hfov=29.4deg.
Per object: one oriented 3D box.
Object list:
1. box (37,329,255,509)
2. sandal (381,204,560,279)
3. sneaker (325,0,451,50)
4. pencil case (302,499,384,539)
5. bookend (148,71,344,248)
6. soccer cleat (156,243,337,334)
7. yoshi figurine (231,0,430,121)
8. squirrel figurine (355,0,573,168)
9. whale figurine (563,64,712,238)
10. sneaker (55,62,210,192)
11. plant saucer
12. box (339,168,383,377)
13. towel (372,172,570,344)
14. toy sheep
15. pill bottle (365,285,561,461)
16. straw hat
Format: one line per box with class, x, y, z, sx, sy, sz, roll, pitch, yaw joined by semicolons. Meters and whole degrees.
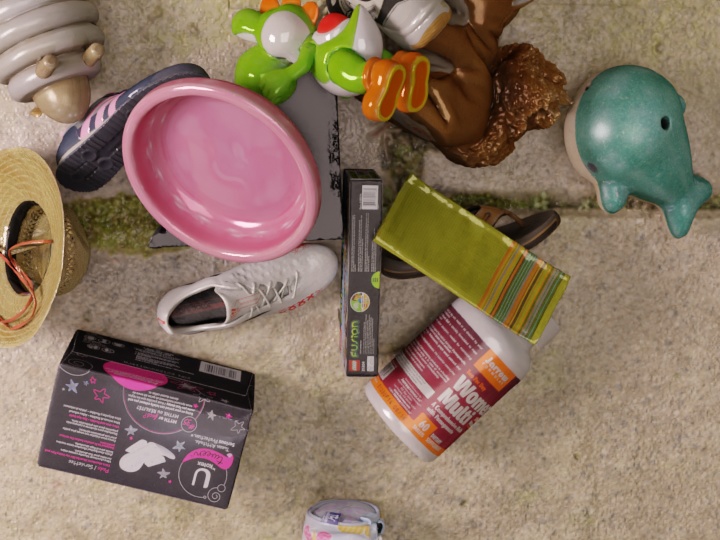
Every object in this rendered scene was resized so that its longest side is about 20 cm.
box;-0.218;0.153;1.422;0.198;0.132;0.116;15;102;-7
sandal;0.113;-0.039;1.446;0.198;0.082;0.055;-11;107;5
sneaker;0.013;-0.277;1.333;0.076;0.200;0.088;-50;121;-8
pencil case;-0.020;0.350;1.496;0.090;0.083;0.202;7;101;16
bookend;-0.119;-0.130;1.402;0.198;0.092;0.201;-4;98;-3
soccer cleat;-0.117;0.024;1.431;0.198;0.085;0.069;-16;101;-2
yoshi figurine;-0.042;-0.183;1.294;0.199;0.113;0.112;24;66;27
squirrel figurine;0.118;-0.213;1.404;0.199;0.141;0.188;34;85;-23
whale figurine;0.304;-0.123;1.426;0.200;0.104;0.159;45;69;-21
sneaker;-0.229;-0.161;1.363;0.199;0.083;0.070;-29;135;23
plant saucer;-0.125;-0.100;1.292;0.199;0.051;0.202;13;133;14
box;0.000;0.000;1.425;0.034;0.110;0.202;1;99;-4
towel;0.114;-0.012;1.378;0.199;0.018;0.086;33;67;-9
toy sheep;-0.317;-0.239;1.348;0.137;0.138;0.202;-19;89;-1
pill bottle;0.109;0.097;1.450;0.200;0.110;0.110;-43;100;4
straw hat;-0.324;-0.021;1.403;0.085;0.200;0.203;5;102;-47
